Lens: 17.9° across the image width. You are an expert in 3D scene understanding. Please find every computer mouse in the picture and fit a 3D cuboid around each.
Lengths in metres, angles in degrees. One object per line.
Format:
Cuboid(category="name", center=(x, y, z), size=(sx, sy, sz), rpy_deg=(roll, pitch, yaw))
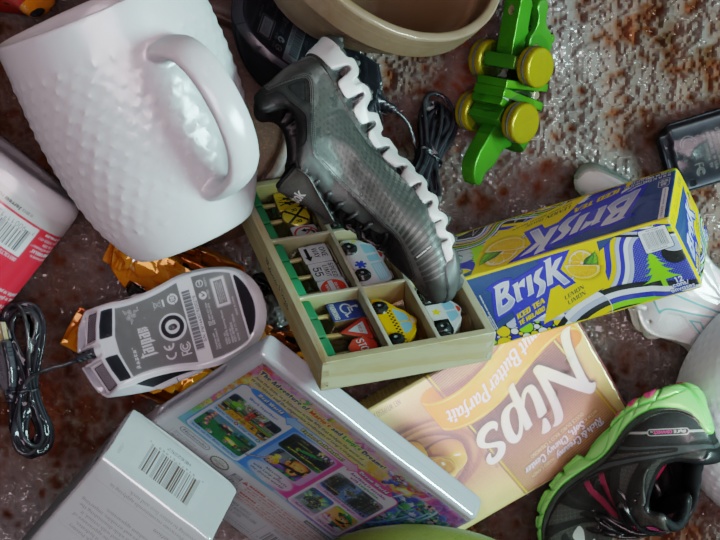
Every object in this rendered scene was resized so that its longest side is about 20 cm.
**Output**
Cuboid(category="computer mouse", center=(-0.023, -0.109, 1.621), size=(0.200, 0.141, 0.046), rpy_deg=(30, 133, -22))
Cuboid(category="computer mouse", center=(-0.160, 0.055, 1.612), size=(0.200, 0.044, 0.110), rpy_deg=(-16, 77, 3))

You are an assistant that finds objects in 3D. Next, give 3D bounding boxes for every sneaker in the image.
Cuboid(category="sneaker", center=(-0.008, -0.055, 1.540), size=(0.090, 0.066, 0.200), rpy_deg=(-28, 84, -18))
Cuboid(category="sneaker", center=(0.193, 0.165, 1.648), size=(0.077, 0.200, 0.084), rpy_deg=(-8, 55, -35))
Cuboid(category="sneaker", center=(0.221, 0.005, 1.679), size=(0.080, 0.070, 0.200), rpy_deg=(-44, 96, 4))

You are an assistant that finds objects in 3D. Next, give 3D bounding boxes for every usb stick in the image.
Cuboid(category="usb stick", center=(0.320, -0.109, 1.692), size=(0.200, 0.033, 0.056), rpy_deg=(-17, 103, -1))

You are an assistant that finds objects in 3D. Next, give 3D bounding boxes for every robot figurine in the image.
Cuboid(category="robot figurine", center=(-0.107, 0.052, 1.667), size=(0.200, 0.058, 0.145), rpy_deg=(27, 101, -5))

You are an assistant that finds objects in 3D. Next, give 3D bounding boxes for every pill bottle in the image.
Cuboid(category="pill bottle", center=(-0.302, -0.001, 1.629), size=(0.112, 0.112, 0.200), rpy_deg=(39, 93, -6))

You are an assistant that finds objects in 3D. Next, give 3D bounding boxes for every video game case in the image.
Cuboid(category="video game case", center=(-0.043, 0.142, 1.624), size=(0.200, 0.024, 0.182), rpy_deg=(39, 137, -17))

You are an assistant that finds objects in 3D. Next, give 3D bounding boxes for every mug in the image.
Cuboid(category="mug", center=(-0.135, -0.103, 1.556), size=(0.148, 0.200, 0.175), rpy_deg=(-30, 104, -29))

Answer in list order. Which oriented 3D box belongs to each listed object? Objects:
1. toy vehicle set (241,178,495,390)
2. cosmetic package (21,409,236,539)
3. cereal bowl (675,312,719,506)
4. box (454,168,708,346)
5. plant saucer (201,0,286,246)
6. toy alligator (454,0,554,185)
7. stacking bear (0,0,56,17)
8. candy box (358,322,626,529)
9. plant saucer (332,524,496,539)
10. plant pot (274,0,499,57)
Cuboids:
Cuboid(category="toy vehicle set", center=(0.000, 0.000, 1.601), size=(0.124, 0.200, 0.027), rpy_deg=(-10, 132, -17))
Cuboid(category="cosmetic package", center=(-0.188, 0.206, 1.639), size=(0.102, 0.074, 0.200), rpy_deg=(39, 119, -6))
Cuboid(category="cereal bowl", center=(0.331, 0.108, 1.657), size=(0.200, 0.083, 0.200), rpy_deg=(-4, 114, -9))
Cuboid(category="box", center=(0.143, -0.004, 1.628), size=(0.200, 0.070, 0.064), rpy_deg=(-16, 119, 24))
Cuboid(category="plant saucer", center=(-0.128, -0.115, 1.668), size=(0.200, 0.034, 0.200), rpy_deg=(0, 95, -2))
Cuboid(category="toy alligator", center=(0.119, -0.156, 1.670), size=(0.054, 0.059, 0.200), rpy_deg=(14, 91, -47))
Cuboid(category="stacking bear", center=(-0.192, -0.249, 1.618), size=(0.200, 0.121, 0.114), rpy_deg=(-29, 77, 9))
Cuboid(category="candy box", center=(0.090, 0.114, 1.688), size=(0.200, 0.055, 0.116), rpy_deg=(-30, 97, 0))
Cuboid(category="plant saucer", center=(0.042, 0.229, 1.650), size=(0.200, 0.200, 0.031), rpy_deg=(5, 58, -3))
Cuboid(category="plant pot", center=(-0.005, -0.226, 1.614), size=(0.201, 0.093, 0.201), rpy_deg=(19, 54, -28))
